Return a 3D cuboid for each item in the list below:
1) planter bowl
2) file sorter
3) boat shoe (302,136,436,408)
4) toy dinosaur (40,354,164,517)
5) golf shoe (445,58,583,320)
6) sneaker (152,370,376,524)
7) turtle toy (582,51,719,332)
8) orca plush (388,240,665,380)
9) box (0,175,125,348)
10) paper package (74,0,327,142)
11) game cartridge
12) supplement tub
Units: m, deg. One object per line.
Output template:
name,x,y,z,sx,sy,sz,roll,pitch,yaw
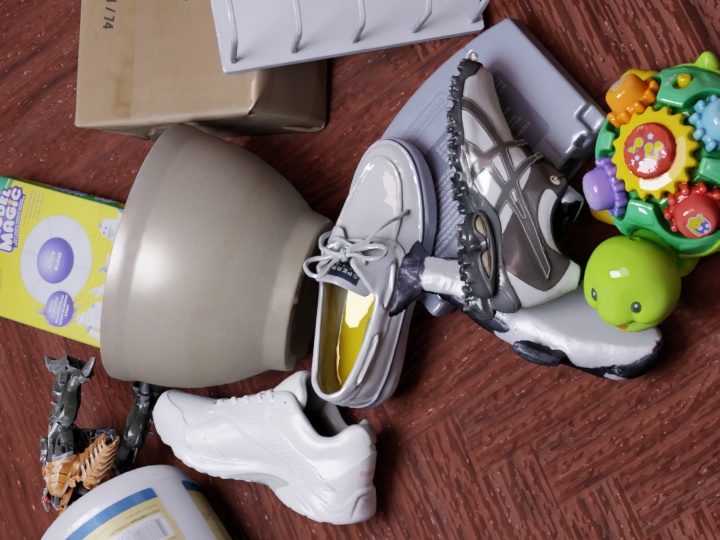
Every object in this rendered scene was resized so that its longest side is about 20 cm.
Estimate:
planter bowl,-0.098,0.001,1.753,0.134,0.200,0.201,14,93,10
file sorter,-0.012,-0.235,1.684,0.199,0.125,0.140,-10,87,-6
boat shoe,-0.004,0.000,1.701,0.074,0.086,0.203,14,94,33
toy dinosaur,-0.208,0.145,1.828,0.200,0.102,0.136,-5,66,55
golf shoe,0.109,-0.061,1.650,0.094,0.078,0.201,-7,66,2
sneaker,-0.066,0.116,1.771,0.199,0.078,0.100,19,105,23
turtle toy,0.212,-0.054,1.599,0.145,0.101,0.201,17,94,33
orca plush,0.118,0.047,1.665,0.199,0.105,0.071,7,133,8
box,-0.246,-0.008,1.920,0.199,0.048,0.118,15,93,34
paper package,-0.124,-0.209,1.828,0.190,0.103,0.201,-2,85,33
game cartridge,0.082,-0.082,1.725,0.200,0.040,0.133,-48,66,19
supplement tub,-0.144,0.266,1.769,0.145,0.144,0.200,-44,64,21
